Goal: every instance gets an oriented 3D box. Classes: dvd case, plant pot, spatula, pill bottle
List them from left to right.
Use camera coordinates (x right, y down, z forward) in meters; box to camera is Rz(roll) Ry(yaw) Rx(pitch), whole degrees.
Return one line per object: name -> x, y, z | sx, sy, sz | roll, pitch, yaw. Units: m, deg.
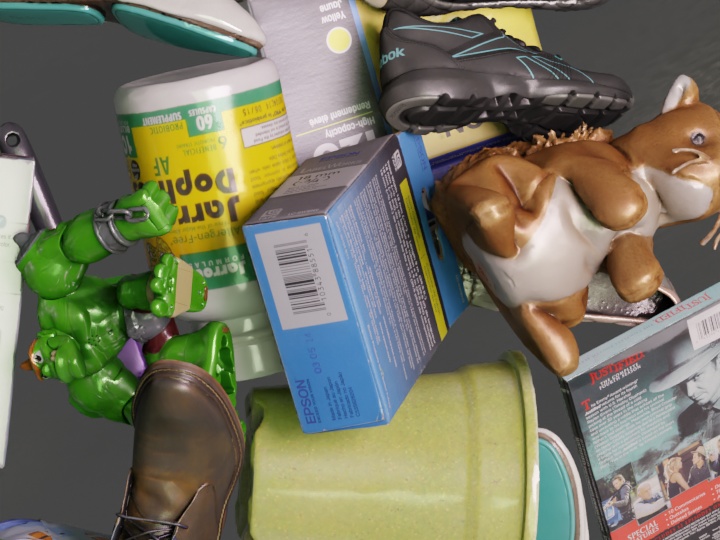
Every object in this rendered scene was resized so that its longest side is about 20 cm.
spatula -> -0.198, -0.005, 1.685 | 0.056, 0.021, 0.201 | -23, 101, -13
pill bottle -> -0.090, -0.033, 1.668 | 0.112, 0.113, 0.201 | -14, 100, -16
plant pot -> 0.011, 0.147, 1.691 | 0.183, 0.200, 0.201 | 4, 94, -6
dvd case -> 0.225, 0.121, 1.798 | 0.146, 0.022, 0.201 | -27, 124, -13

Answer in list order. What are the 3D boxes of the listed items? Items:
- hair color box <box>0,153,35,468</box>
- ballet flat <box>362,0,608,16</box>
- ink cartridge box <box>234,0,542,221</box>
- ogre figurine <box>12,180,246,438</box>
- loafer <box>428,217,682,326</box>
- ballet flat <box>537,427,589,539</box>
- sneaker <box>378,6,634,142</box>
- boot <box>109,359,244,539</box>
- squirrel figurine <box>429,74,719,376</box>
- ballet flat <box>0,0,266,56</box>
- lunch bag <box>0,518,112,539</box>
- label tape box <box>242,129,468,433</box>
hair color box -> -0.269, 0.021, 1.636 | 0.099, 0.061, 0.201 | 6, 94, -7
ballet flat -> 0.086, -0.206, 1.694 | 0.199, 0.057, 0.067 | -3, 94, -17
ink cartridge box -> 0.034, -0.120, 1.737 | 0.197, 0.047, 0.201 | -20, 98, -16
ogre figurine -> -0.149, 0.037, 1.607 | 0.200, 0.119, 0.098 | 59, 40, -47
loafer -> 0.132, 0.002, 1.764 | 0.199, 0.063, 0.072 | 10, 101, -20
ballet flat -> 0.138, 0.202, 1.793 | 0.069, 0.069, 0.201 | -12, 101, -16
sneaker -> 0.099, -0.135, 1.696 | 0.199, 0.075, 0.080 | 4, 62, -33
boot -> -0.117, 0.148, 1.577 | 0.074, 0.200, 0.097 | 9, 49, 7
squirrel figurine -> 0.152, -0.054, 1.660 | 0.186, 0.200, 0.142 | -33, 112, -6
ballet flat -> -0.153, -0.184, 1.617 | 0.199, 0.069, 0.070 | 10, 93, 15
lunch bag -> -0.185, 0.258, 1.688 | 0.199, 0.076, 0.161 | 15, 93, -19
label tape box -> 0.000, 0.000, 1.643 | 0.063, 0.200, 0.145 | -9, 107, 21
